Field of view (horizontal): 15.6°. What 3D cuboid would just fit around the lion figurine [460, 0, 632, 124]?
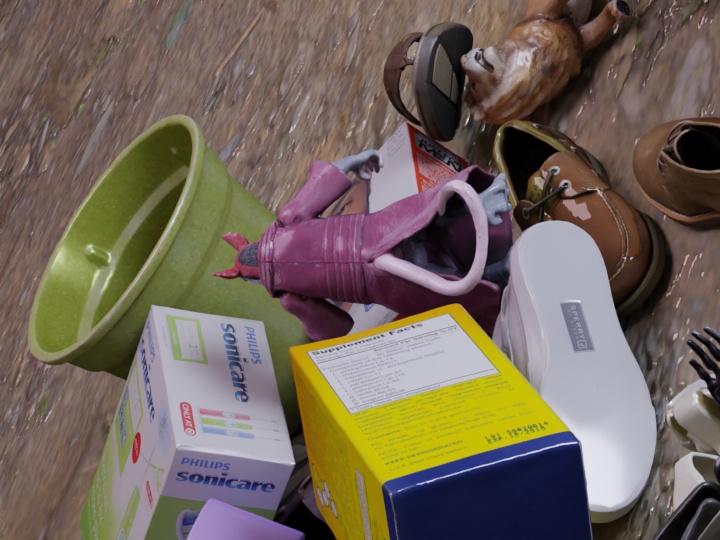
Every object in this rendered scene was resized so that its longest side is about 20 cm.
[{"bbox_3d":[0.137,-0.188,1.818,0.122,0.072,0.200,-42,15,42],"label":"lion figurine"}]

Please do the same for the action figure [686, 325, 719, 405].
[{"bbox_3d":[0.238,-0.005,1.252,0.118,0.102,0.200,-25,10,40],"label":"action figure"}]

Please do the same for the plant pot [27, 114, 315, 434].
[{"bbox_3d":[-0.106,0.023,1.866,0.200,0.184,0.201,-43,27,28],"label":"plant pot"}]

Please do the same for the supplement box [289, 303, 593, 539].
[{"bbox_3d":[0.044,0.114,1.447,0.108,0.110,0.200,-14,25,-12],"label":"supplement box"}]

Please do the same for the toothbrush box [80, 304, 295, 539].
[{"bbox_3d":[-0.120,0.149,1.757,0.146,0.085,0.201,-105,31,-50],"label":"toothbrush box"}]

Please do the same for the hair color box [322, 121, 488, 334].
[{"bbox_3d":[0.027,0.000,1.787,0.111,0.064,0.200,-48,24,23],"label":"hair color box"}]

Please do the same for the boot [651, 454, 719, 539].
[{"bbox_3d":[0.172,0.164,1.200,0.201,0.130,0.068,-56,24,3],"label":"boot"}]

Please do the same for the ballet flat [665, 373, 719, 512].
[{"bbox_3d":[0.191,0.096,1.329,0.068,0.068,0.201,-40,28,35],"label":"ballet flat"}]

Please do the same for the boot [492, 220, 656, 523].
[{"bbox_3d":[0.120,0.076,1.519,0.096,0.073,0.201,103,166,-52],"label":"boot"}]

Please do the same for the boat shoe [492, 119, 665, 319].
[{"bbox_3d":[0.126,-0.033,1.624,0.072,0.068,0.200,-51,25,9],"label":"boat shoe"}]

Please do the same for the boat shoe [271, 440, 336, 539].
[{"bbox_3d":[0.001,0.135,1.672,0.200,0.074,0.074,-41,36,52],"label":"boat shoe"}]

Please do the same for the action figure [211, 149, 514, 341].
[{"bbox_3d":[0.000,0.000,1.621,0.198,0.135,0.149,-3,10,14],"label":"action figure"}]

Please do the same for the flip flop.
[{"bbox_3d":[0.045,-0.135,1.835,0.200,0.057,0.082,-48,-31,-84],"label":"flip flop"}]

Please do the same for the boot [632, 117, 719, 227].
[{"bbox_3d":[0.199,-0.067,1.515,0.074,0.075,0.200,-59,22,-2],"label":"boot"}]

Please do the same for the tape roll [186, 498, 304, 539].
[{"bbox_3d":[-0.098,0.245,1.610,0.200,0.065,0.201,20,-90,-86],"label":"tape roll"}]
